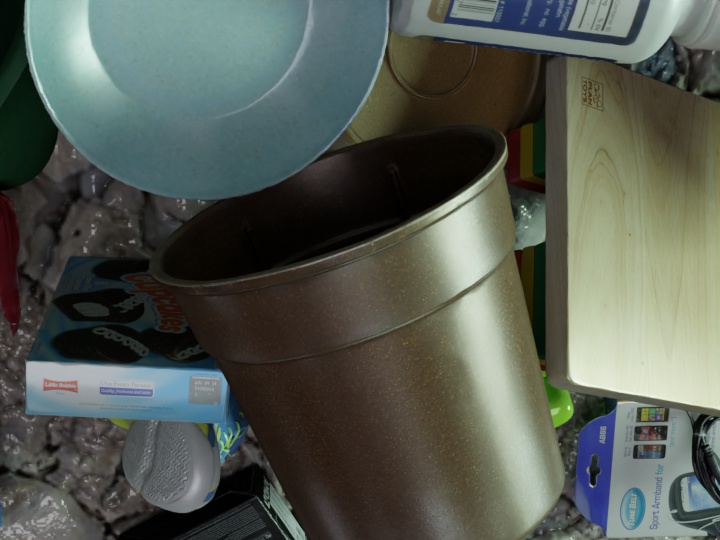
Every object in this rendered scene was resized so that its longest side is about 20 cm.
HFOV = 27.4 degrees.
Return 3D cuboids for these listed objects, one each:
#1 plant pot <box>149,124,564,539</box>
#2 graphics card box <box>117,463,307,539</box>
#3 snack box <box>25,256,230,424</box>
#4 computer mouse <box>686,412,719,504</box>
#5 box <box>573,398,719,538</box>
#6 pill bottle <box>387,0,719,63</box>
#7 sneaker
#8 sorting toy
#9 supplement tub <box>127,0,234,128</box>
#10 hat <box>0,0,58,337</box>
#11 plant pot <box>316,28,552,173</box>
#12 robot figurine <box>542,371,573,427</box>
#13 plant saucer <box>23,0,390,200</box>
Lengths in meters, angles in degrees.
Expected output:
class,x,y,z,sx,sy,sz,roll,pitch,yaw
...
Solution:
class,x,y,z,sx,sy,sz,roll,pitch,yaw
plant pot,0.012,0.050,0.809,0.200,0.200,0.199,-18,108,5
graphics card box,-0.080,0.255,1.111,0.125,0.051,0.200,-28,114,10
snack box,-0.138,0.039,0.926,0.116,0.200,0.037,3,107,-5
computer mouse,0.214,0.081,1.025,0.059,0.034,0.200,-37,93,-2
box,0.255,0.136,1.084,0.199,0.042,0.119,0,114,-1
pill bottle,0.119,-0.177,0.833,0.199,0.111,0.111,6,114,-9
sneaker,-0.105,0.100,0.968,0.105,0.200,0.076,21,105,-30
sorting toy,0.175,-0.012,0.926,0.198,0.070,0.201,12,72,-36
supplement tub,-0.120,-0.196,0.860,0.132,0.132,0.201,-4,114,-2
hat,-0.201,-0.069,0.930,0.176,0.200,0.166,37,65,-36
plant pot,0.039,-0.136,0.901,0.199,0.027,0.201,-3,97,-26
robot figurine,0.039,0.093,1.008,0.200,0.116,0.176,-21,122,6
plant saucer,-0.084,-0.138,0.802,0.200,0.039,0.202,-8,114,-17
